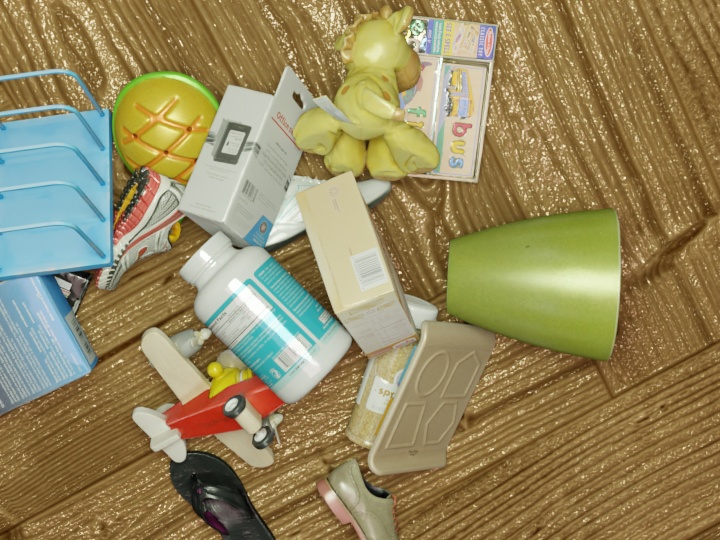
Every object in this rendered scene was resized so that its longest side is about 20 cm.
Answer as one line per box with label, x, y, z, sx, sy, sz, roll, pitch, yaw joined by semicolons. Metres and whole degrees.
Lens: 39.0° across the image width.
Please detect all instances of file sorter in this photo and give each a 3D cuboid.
file sorter;-0.365;-0.110;1.147;0.138;0.123;0.201;-7;69;3

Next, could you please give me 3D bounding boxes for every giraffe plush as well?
giraffe plush;0.012;-0.218;1.195;0.172;0.200;0.163;5;68;20

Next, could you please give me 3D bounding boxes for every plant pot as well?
plant pot;0.209;0.014;1.267;0.199;0.187;0.188;2;102;6

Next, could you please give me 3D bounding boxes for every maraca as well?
maraca;-0.222;-0.145;1.221;0.137;0.107;0.201;-6;123;5

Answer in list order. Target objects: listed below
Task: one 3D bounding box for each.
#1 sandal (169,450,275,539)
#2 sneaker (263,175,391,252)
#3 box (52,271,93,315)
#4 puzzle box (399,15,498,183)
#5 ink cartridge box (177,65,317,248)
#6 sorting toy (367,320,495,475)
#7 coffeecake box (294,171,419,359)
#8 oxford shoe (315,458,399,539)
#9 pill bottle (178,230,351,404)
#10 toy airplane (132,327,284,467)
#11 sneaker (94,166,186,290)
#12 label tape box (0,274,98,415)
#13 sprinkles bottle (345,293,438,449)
sandal;-0.177;0.320;1.352;0.075;0.048;0.201;-37;104;3
sneaker;-0.058;-0.088;1.267;0.200;0.070;0.080;-20;83;-8
box;-0.456;0.040;1.261;0.199;0.049;0.160;23;96;-10
puzzle box;0.096;-0.214;1.278;0.133;0.025;0.201;4;102;-8
ink cartridge box;-0.128;-0.136;1.203;0.066;0.116;0.201;16;78;22
sorting toy;0.090;0.160;1.305;0.036;0.185;0.201;25;99;34
coffeecake box;0.000;0.000;1.198;0.073;0.200;0.154;-21;68;3
oxford shoe;0.028;0.341;1.371;0.075;0.070;0.200;-40;105;-2
pill bottle;-0.113;0.049;1.167;0.111;0.111;0.200;-44;92;4
toy airplane;-0.185;0.162;1.287;0.198;0.141;0.200;18;136;1
sneaker;-0.263;-0.036;1.221;0.082;0.078;0.200;18;138;-28
label tape box;-0.439;0.095;1.218;0.199;0.066;0.144;-25;102;1
sprinkles bottle;0.040;0.132;1.326;0.068;0.068;0.201;16;101;-9
